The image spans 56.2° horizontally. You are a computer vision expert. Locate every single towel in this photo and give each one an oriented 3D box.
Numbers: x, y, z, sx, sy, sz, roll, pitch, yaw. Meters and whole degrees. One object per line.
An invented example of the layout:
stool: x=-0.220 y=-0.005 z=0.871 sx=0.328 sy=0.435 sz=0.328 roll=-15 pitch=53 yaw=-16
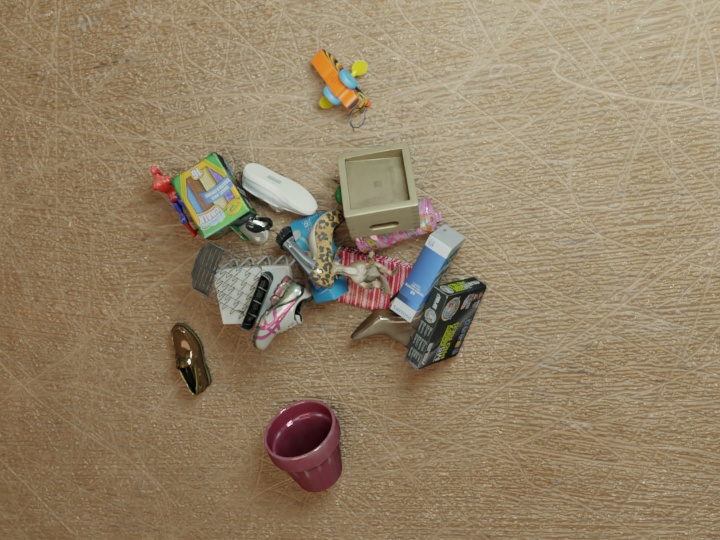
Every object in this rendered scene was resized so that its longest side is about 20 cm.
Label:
towel: x=0.024 y=0.029 z=1.633 sx=0.198 sy=0.023 sz=0.146 roll=14 pitch=115 yaw=11

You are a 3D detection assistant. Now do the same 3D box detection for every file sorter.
file sorter: x=-0.236 y=0.040 z=1.656 sx=0.198 sy=0.125 sz=0.140 roll=-3 pitch=109 yaw=17

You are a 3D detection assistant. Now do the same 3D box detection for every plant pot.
plant pot: x=-0.133 y=0.473 z=1.770 sx=0.198 sy=0.201 sz=0.180 roll=-7 pitch=124 yaw=18

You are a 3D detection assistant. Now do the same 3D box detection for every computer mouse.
computer mouse: x=-0.198 y=-0.090 z=1.577 sx=0.059 sy=0.199 sz=0.034 roll=-48 pitch=55 yaw=12

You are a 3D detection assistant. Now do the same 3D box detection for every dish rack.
dish rack: x=-0.307 y=0.031 z=1.575 sx=0.199 sy=0.055 sz=0.154 roll=28 pitch=113 yaw=5

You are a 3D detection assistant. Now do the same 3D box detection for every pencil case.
pencil case: x=0.081 y=-0.102 z=1.533 sx=0.198 sy=0.088 sz=0.088 roll=-17 pitch=105 yaw=21

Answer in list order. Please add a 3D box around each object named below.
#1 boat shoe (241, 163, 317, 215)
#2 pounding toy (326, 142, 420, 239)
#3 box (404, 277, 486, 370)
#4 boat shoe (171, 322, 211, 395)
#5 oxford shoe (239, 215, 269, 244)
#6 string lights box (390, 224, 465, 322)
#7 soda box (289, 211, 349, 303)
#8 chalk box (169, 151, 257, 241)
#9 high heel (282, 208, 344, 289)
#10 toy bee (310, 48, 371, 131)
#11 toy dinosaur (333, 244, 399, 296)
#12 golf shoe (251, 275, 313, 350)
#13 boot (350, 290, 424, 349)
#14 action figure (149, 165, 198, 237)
boat shoe: x=-0.196 y=-0.176 z=1.594 sx=0.198 sy=0.072 sz=0.069 roll=27 pitch=131 yaw=2
pounding toy: x=0.020 y=-0.171 z=1.472 sx=0.198 sy=0.142 sz=0.186 roll=-9 pitch=65 yaw=4
box: x=0.195 y=0.120 z=1.541 sx=0.044 sy=0.159 sz=0.202 roll=36 pitch=119 yaw=33
boat shoe: x=-0.465 y=0.242 z=1.833 sx=0.071 sy=0.068 sz=0.202 roll=-17 pitch=104 yaw=23
oxford shoe: x=-0.310 y=-0.133 z=1.649 sx=0.200 sy=0.058 sz=0.075 roll=42 pitch=114 yaw=-4
string lights box: x=0.147 y=0.006 z=1.481 sx=0.059 sy=0.103 sz=0.201 roll=33 pitch=118 yaw=13
soda box: x=-0.096 y=-0.031 z=1.601 sx=0.064 sy=0.068 sz=0.202 roll=-12 pitch=100 yaw=34
chalk box: x=-0.323 y=-0.148 z=1.555 sx=0.123 sy=0.125 sz=0.201 roll=-30 pitch=89 yaw=1
high heel: x=-0.060 y=-0.050 z=1.503 sx=0.143 sy=0.200 sz=0.071 roll=48 pitch=146 yaw=7
toy bee: x=-0.031 y=-0.379 z=1.459 sx=0.130 sy=0.108 sz=0.202 roll=-16 pitch=81 yaw=30
toy dinosaur: x=0.000 y=0.000 z=1.555 sx=0.135 sy=0.199 sz=0.087 roll=13 pitch=85 yaw=41
golf shoe: x=-0.184 y=0.114 z=1.560 sx=0.092 sy=0.073 sz=0.201 roll=31 pitch=114 yaw=1
boot: x=0.092 y=0.146 z=1.617 sx=0.146 sy=0.070 sz=0.200 roll=44 pitch=114 yaw=-12
action figure: x=-0.447 y=-0.189 z=1.670 sx=0.065 sy=0.100 sz=0.201 roll=-21 pitch=126 yaw=19
